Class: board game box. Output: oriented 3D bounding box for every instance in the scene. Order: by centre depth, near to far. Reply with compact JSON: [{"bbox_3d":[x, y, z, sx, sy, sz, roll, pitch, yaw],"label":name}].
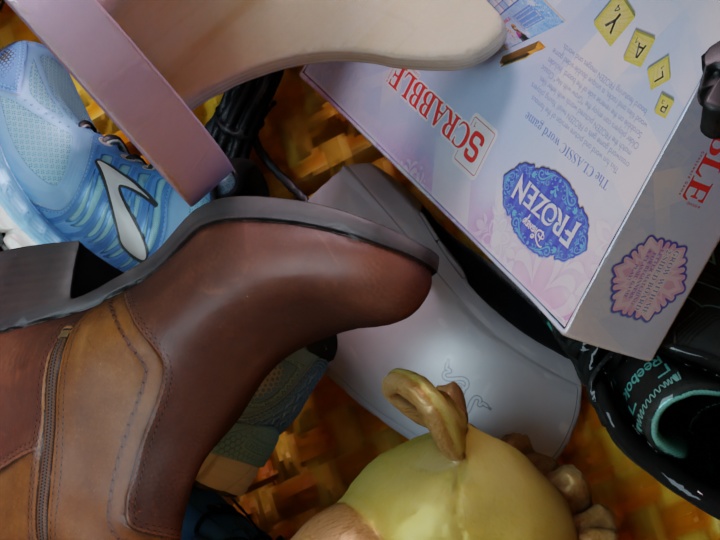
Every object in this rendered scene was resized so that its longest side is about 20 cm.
[{"bbox_3d":[0.079,-0.105,0.937,0.200,0.041,0.200,-61,36,15],"label":"board game box"}]

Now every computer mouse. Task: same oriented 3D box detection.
[{"bbox_3d":[0.000,0.000,1.038,0.200,0.044,0.110,42,112,30],"label":"computer mouse"}]

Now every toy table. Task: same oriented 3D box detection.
[{"bbox_3d":[-0.055,-0.105,0.928,0.117,0.200,0.184,-42,93,-3],"label":"toy table"}]

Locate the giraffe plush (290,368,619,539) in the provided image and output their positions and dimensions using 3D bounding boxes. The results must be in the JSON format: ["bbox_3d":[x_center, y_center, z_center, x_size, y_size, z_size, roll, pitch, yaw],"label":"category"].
[{"bbox_3d":[0.037,0.121,0.929,0.163,0.199,0.173,59,144,26],"label":"giraffe plush"}]

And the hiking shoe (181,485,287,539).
[{"bbox_3d":[-0.021,0.128,1.040,0.087,0.074,0.200,-39,76,21],"label":"hiking shoe"}]

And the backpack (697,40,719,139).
[{"bbox_3d":[0.210,-0.086,0.812,0.134,0.182,0.201,31,95,24],"label":"backpack"}]

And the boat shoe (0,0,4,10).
[{"bbox_3d":[-0.130,-0.194,1.124,0.064,0.073,0.201,10,101,4],"label":"boat shoe"}]

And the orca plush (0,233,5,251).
[{"bbox_3d":[-0.186,0.049,1.068,0.105,0.071,0.201,32,96,26],"label":"orca plush"}]

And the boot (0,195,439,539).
[{"bbox_3d":[-0.062,0.083,0.920,0.187,0.068,0.201,-7,67,26],"label":"boot"}]

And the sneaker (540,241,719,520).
[{"bbox_3d":[0.102,0.019,0.941,0.200,0.079,0.076,44,114,31],"label":"sneaker"}]

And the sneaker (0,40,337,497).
[{"bbox_3d":[-0.071,-0.015,1.046,0.090,0.078,0.200,-43,62,12],"label":"sneaker"}]
